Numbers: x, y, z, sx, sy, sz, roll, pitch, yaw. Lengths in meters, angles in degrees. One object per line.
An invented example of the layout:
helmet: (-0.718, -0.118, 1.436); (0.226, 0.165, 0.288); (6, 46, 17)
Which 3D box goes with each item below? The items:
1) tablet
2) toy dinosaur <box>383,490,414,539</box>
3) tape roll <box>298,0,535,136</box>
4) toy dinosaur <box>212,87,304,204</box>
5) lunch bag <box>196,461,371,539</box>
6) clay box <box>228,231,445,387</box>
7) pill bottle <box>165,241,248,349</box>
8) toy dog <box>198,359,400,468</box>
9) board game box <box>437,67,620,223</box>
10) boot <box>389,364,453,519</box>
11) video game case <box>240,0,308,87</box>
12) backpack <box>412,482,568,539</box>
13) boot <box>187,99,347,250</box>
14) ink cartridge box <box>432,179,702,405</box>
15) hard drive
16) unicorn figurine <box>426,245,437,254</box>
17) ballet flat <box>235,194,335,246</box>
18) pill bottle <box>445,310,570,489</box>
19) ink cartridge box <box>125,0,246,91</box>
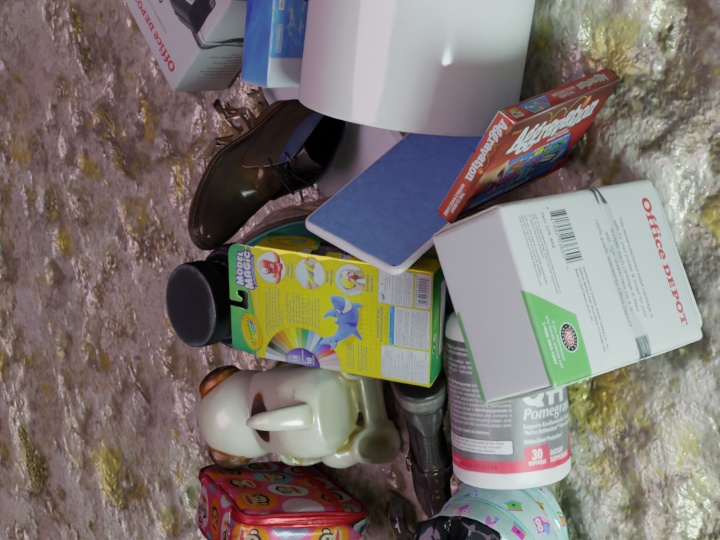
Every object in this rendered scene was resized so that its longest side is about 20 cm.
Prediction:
tablet: (0.058, -0.078, 1.115); (0.130, 0.200, 0.014); (28, 150, 40)
toy dinosaur: (0.061, 0.333, 1.284); (0.200, 0.047, 0.088); (53, 124, 21)
tape roll: (0.050, -0.209, 1.081); (0.202, 0.202, 0.140); (23, 114, 42)
toy dinosaur: (-0.108, -0.147, 1.354); (0.200, 0.058, 0.101); (33, 156, 51)
lunch bag: (-0.077, 0.266, 1.320); (0.200, 0.175, 0.082); (-159, 74, -66)
clay box: (-0.023, 0.032, 1.118); (0.199, 0.048, 0.116); (9, 114, 19)
pill bottle: (-0.099, 0.022, 1.278); (0.112, 0.199, 0.113); (12, 107, 45)
toy dog: (-0.084, 0.158, 1.302); (0.199, 0.194, 0.140); (-8, 101, 38)
board game box: (0.143, -0.106, 1.003); (0.019, 0.200, 0.103); (41, 126, 17)
boot: (0.058, 0.137, 1.217); (0.200, 0.069, 0.175); (-94, -5, -54)
video game case: (-0.024, -0.278, 1.159); (0.045, 0.181, 0.201); (22, 113, 41)
backpack: (0.128, 0.292, 1.137); (0.166, 0.126, 0.201); (-3, 110, 35)
boot: (-0.093, -0.102, 1.230); (0.097, 0.200, 0.075); (2, 142, 50)
ink cartridge box: (0.173, 0.015, 0.994); (0.084, 0.199, 0.147); (-24, 80, 49)
hard drive: (-0.033, -0.169, 1.301); (0.200, 0.026, 0.132); (56, 132, 23)
unicorn figurine: (0.000, 0.000, 1.180); (0.074, 0.199, 0.138); (-125, 30, -67)
ballet flat: (-0.041, -0.044, 1.227); (0.067, 0.199, 0.068); (-127, 26, -55)
pill bottle: (0.134, 0.089, 1.112); (0.110, 0.110, 0.201); (3, 100, 46)
ink cartridge box: (-0.168, -0.320, 1.373); (0.200, 0.083, 0.146); (-46, 65, 41)
